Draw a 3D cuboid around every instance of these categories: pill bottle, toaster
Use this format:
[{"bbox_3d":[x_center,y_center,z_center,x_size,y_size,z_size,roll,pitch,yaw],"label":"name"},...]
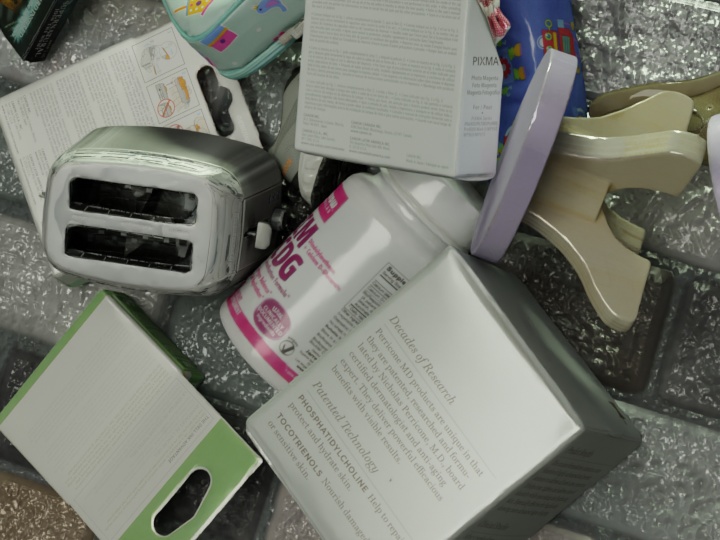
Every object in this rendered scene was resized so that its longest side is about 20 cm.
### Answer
[{"bbox_3d":[0.000,0.000,1.710,0.200,0.113,0.113,-45,70,10],"label":"pill bottle"},{"bbox_3d":[-0.159,-0.046,1.726,0.199,0.129,0.114,9,101,6],"label":"toaster"}]

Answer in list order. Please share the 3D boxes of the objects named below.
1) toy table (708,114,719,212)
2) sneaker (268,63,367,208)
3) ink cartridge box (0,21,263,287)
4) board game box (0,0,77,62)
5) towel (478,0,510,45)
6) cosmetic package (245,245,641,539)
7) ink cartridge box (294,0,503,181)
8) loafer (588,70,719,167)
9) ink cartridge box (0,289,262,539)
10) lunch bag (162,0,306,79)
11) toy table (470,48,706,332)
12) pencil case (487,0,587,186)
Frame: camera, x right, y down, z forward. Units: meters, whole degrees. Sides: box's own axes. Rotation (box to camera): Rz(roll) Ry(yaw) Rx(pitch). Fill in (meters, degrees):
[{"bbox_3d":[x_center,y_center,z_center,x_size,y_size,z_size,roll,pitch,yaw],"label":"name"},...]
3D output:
[{"bbox_3d":[0.322,-0.023,1.552,0.116,0.184,0.201,-14,121,23],"label":"toy table"},{"bbox_3d":[-0.018,-0.150,1.744,0.079,0.074,0.201,35,112,31],"label":"sneaker"},{"bbox_3d":[-0.178,-0.100,1.835,0.199,0.050,0.162,-23,75,8],"label":"ink cartridge box"},{"bbox_3d":[-0.257,-0.285,1.843,0.136,0.028,0.200,54,130,22],"label":"board game box"},{"bbox_3d":[0.068,-0.228,1.691,0.030,0.146,0.201,-4,69,-11],"label":"towel"},{"bbox_3d":[0.062,0.117,1.642,0.200,0.167,0.167,-41,71,11],"label":"cosmetic package"},{"bbox_3d":[0.030,-0.172,1.623,0.162,0.057,0.201,12,98,43],"label":"ink cartridge box"},{"bbox_3d":[0.262,-0.107,1.646,0.199,0.076,0.068,-10,81,30],"label":"loafer"},{"bbox_3d":[-0.177,0.133,1.798,0.200,0.048,0.146,44,100,20],"label":"ink cartridge box"},{"bbox_3d":[-0.081,-0.249,1.757,0.160,0.077,0.200,-38,43,10],"label":"lunch bag"},{"bbox_3d":[0.154,-0.059,1.565,0.116,0.200,0.185,20,75,-2],"label":"toy table"},{"bbox_3d":[0.122,-0.158,1.703,0.087,0.078,0.201,-18,76,50],"label":"pencil case"}]
